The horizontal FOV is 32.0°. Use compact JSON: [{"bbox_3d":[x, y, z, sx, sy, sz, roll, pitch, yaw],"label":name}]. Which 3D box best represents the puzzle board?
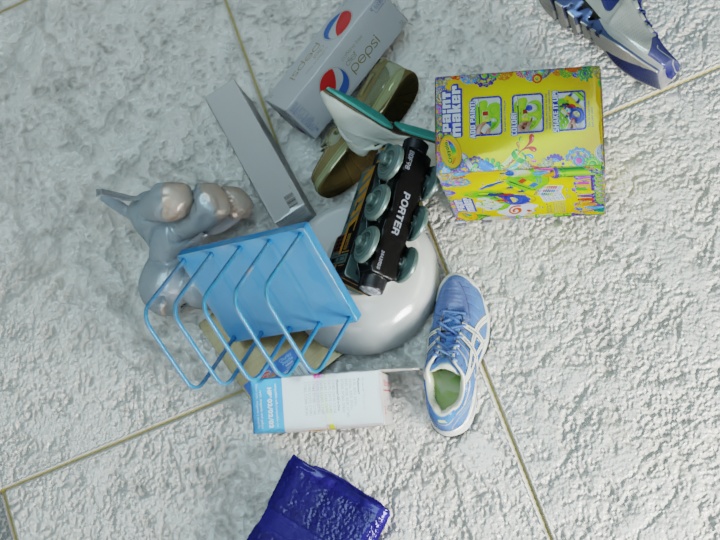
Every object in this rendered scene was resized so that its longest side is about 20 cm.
[{"bbox_3d":[-0.089,0.068,1.610,0.199,0.017,0.151,-38,74,2],"label":"puzzle board"}]

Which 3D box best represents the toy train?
[{"bbox_3d":[0.025,-0.062,1.491,0.085,0.114,0.202,26,71,-26],"label":"toy train"}]

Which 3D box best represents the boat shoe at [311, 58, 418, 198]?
[{"bbox_3d":[-0.005,-0.184,1.625,0.063,0.073,0.201,32,84,28],"label":"boat shoe"}]

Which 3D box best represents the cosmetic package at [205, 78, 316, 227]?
[{"bbox_3d":[-0.128,-0.144,1.633,0.050,0.083,0.201,-32,72,6],"label":"cosmetic package"}]

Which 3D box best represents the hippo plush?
[{"bbox_3d":[-0.234,-0.024,1.586,0.198,0.159,0.163,-1,88,-7],"label":"hippo plush"}]

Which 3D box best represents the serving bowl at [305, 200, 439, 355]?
[{"bbox_3d":[0.000,0.000,1.567,0.198,0.066,0.202,-1,72,4],"label":"serving bowl"}]

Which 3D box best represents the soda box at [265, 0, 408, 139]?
[{"bbox_3d":[-0.031,-0.274,1.639,0.200,0.064,0.068,-51,35,-3],"label":"soda box"}]

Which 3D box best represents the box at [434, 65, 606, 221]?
[{"bbox_3d":[0.195,-0.145,1.503,0.191,0.200,0.123,-3,77,10],"label":"box"}]

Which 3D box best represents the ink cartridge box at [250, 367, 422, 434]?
[{"bbox_3d":[-0.024,0.157,1.516,0.198,0.115,0.069,-5,84,7],"label":"ink cartridge box"}]

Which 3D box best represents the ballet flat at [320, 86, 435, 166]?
[{"bbox_3d":[0.026,-0.163,1.566,0.069,0.199,0.070,-32,48,45],"label":"ballet flat"}]

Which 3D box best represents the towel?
[{"bbox_3d":[-0.066,0.344,1.528,0.147,0.050,0.201,27,84,23],"label":"towel"}]

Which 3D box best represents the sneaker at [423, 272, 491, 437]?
[{"bbox_3d":[0.117,0.098,1.528,0.075,0.077,0.202,-1,76,13],"label":"sneaker"}]

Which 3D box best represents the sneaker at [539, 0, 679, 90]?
[{"bbox_3d":[0.332,-0.330,1.580,0.199,0.081,0.115,42,90,19],"label":"sneaker"}]

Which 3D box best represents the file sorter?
[{"bbox_3d":[-0.130,0.050,1.466,0.199,0.139,0.123,-11,32,34],"label":"file sorter"}]
